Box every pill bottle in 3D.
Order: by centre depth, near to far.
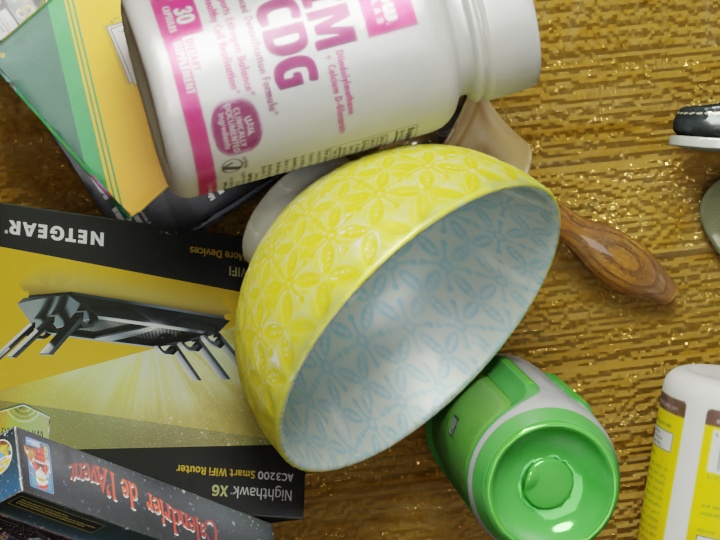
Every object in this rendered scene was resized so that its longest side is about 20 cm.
[{"bbox_3d":[-0.015,-0.116,1.155,0.200,0.113,0.113,-16,99,-8],"label":"pill bottle"},{"bbox_3d":[0.220,0.162,1.326,0.109,0.109,0.200,8,97,-8],"label":"pill bottle"}]

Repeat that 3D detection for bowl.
[{"bbox_3d":[0.000,0.000,1.198,0.200,0.200,0.108,-47,64,1],"label":"bowl"}]

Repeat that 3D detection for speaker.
[{"bbox_3d":[0.088,0.100,1.256,0.088,0.200,0.089,-1,97,-7],"label":"speaker"}]

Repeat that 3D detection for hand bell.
[{"bbox_3d":[0.109,-0.036,1.313,0.200,0.104,0.104,32,93,-23],"label":"hand bell"}]

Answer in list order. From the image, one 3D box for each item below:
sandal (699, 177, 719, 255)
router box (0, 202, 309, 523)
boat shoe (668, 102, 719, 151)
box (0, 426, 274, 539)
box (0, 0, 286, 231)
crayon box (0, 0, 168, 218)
[{"bbox_3d":[0.275,0.016,1.303,0.080,0.057,0.201,-47,69,25],"label":"sandal"},{"bbox_3d":[-0.126,0.054,1.224,0.200,0.052,0.157,7,78,-29],"label":"router box"},{"bbox_3d":[0.276,-0.105,1.320,0.200,0.076,0.060,-7,99,-18],"label":"boat shoe"},{"bbox_3d":[-0.158,0.152,1.178,0.137,0.038,0.200,-29,144,26],"label":"box"},{"bbox_3d":[-0.115,-0.128,1.279,0.161,0.049,0.200,-32,102,0],"label":"box"},{"bbox_3d":[-0.092,-0.139,1.226,0.200,0.058,0.119,-41,102,-2],"label":"crayon box"}]
